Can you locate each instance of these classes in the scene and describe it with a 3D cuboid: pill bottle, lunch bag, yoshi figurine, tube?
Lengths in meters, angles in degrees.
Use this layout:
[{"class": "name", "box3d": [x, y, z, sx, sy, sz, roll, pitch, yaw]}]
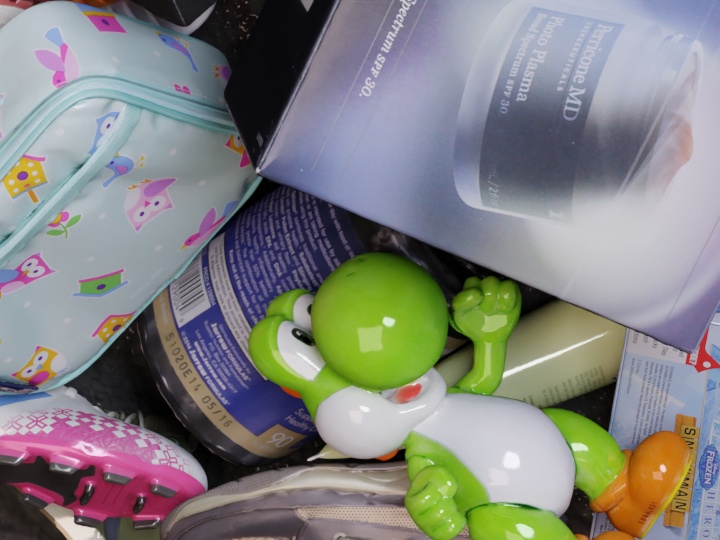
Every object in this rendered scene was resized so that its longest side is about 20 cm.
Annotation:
[{"class": "pill bottle", "box3d": [0.000, 0.000, 1.410, 0.200, 0.112, 0.112, -33, 98, 25]}, {"class": "lunch bag", "box3d": [-0.150, -0.027, 1.357, 0.200, 0.160, 0.077, -45, 59, 21]}, {"class": "yoshi figurine", "box3d": [0.046, 0.061, 1.316, 0.199, 0.112, 0.112, 31, 102, 1]}, {"class": "tube", "box3d": [0.068, 0.048, 1.406, 0.199, 0.052, 0.058, -24, 136, 3]}]

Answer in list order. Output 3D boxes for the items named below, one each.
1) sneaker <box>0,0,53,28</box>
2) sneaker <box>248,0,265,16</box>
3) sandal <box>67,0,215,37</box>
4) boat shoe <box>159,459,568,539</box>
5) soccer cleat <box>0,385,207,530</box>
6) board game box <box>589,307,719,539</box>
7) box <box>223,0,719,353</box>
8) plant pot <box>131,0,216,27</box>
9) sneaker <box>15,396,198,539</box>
[{"class": "sneaker", "box3d": [-0.211, -0.101, 1.343, 0.078, 0.199, 0.083, 38, 122, 49]}, {"class": "sneaker", "box3d": [0.030, -0.075, 1.312, 0.200, 0.073, 0.082, 54, 145, -3]}, {"class": "sandal", "box3d": [-0.134, -0.134, 1.434, 0.206, 0.059, 0.080, -16, 99, 43]}, {"class": "boat shoe", "box3d": [0.001, 0.129, 1.414, 0.199, 0.074, 0.074, -9, 78, 13]}, {"class": "soccer cleat", "box3d": [-0.168, 0.066, 1.452, 0.199, 0.087, 0.070, 12, 149, -6]}, {"class": "board game box", "box3d": [0.211, 0.093, 1.378, 0.198, 0.041, 0.201, 12, 134, 6]}, {"class": "box", "box3d": [0.080, -0.104, 1.182, 0.198, 0.123, 0.201, 21, 104, -16]}, {"class": "plant pot", "box3d": [-0.094, -0.220, 1.271, 0.199, 0.200, 0.178, 29, 84, 4]}, {"class": "sneaker", "box3d": [-0.122, 0.094, 1.514, 0.090, 0.067, 0.200, -40, 92, 12]}]
